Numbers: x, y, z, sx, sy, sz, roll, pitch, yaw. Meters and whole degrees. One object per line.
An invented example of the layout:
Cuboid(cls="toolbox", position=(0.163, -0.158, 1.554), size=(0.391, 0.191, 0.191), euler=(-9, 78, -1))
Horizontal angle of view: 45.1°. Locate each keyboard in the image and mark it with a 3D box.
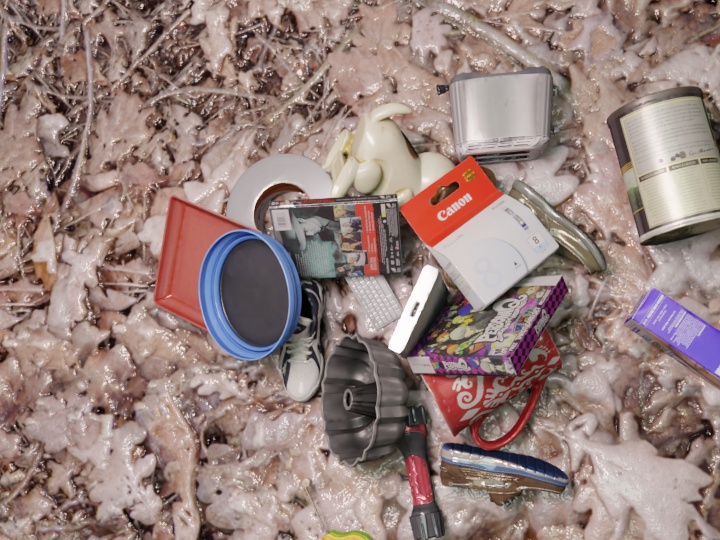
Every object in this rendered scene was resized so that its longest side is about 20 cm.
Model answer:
Cuboid(cls="keyboard", position=(0.000, 0.000, 1.411), size=(0.056, 0.011, 0.201), euler=(-29, 103, 8))

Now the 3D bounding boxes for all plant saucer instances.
Cuboid(cls="plant saucer", position=(-0.248, -0.003, 1.444), size=(0.198, 0.037, 0.202), euler=(22, 110, 24))

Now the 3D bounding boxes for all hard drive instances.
Cuboid(cls="hard drive", position=(0.092, 0.071, 1.324), size=(0.026, 0.200, 0.133), euler=(24, 85, 13))

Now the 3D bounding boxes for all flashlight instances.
Cuboid(cls="flashlight", position=(0.087, 0.316, 1.357), size=(0.067, 0.068, 0.203), euler=(-3, 74, -24))

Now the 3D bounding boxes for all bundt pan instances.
Cuboid(cls="bundt pan", position=(0.012, 0.200, 1.344), size=(0.075, 0.201, 0.205), euler=(5, 81, -28))

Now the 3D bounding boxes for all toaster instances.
Cuboid(cls="toaster", position=(0.218, -0.246, 1.392), size=(0.197, 0.114, 0.131), euler=(-3, 84, 6))

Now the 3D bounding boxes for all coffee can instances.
Cuboid(cls="coffee can", position=(0.469, -0.155, 1.312), size=(0.144, 0.146, 0.203), euler=(-14, 80, 9))

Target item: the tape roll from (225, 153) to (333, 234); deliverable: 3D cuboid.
Cuboid(cls="tape roll", position=(-0.123, -0.090, 1.460), size=(0.197, 0.066, 0.204), euler=(-2, 81, 10))

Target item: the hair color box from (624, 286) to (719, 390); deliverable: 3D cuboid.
Cuboid(cls="hair color box", position=(0.496, 0.110, 1.289), size=(0.199, 0.109, 0.065), euler=(34, 89, 14))

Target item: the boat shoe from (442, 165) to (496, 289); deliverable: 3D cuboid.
Cuboid(cls="boat shoe", position=(0.177, -0.063, 1.398), size=(0.073, 0.066, 0.203), euler=(16, 81, 5))

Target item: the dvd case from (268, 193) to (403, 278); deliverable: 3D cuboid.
Cuboid(cls="dvd case", position=(-0.035, -0.050, 1.353), size=(0.197, 0.147, 0.022), euler=(-4, 39, 4))

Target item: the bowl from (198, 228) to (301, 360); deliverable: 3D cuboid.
Cuboid(cls="bowl", position=(-0.171, 0.037, 1.351), size=(0.199, 0.039, 0.204), euler=(4, 97, 37))

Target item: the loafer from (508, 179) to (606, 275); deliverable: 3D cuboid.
Cuboid(cls="loafer", position=(0.304, -0.057, 1.376), size=(0.200, 0.075, 0.070), euler=(44, 103, 18))

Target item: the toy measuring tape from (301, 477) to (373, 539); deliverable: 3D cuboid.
Cuboid(cls="toy measuring tape", position=(-0.023, 0.411, 1.369), size=(0.073, 0.074, 0.202), euler=(-27, 78, 6))

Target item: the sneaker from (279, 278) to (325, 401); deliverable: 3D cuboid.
Cuboid(cls="sneaker", position=(-0.103, 0.108, 1.395), size=(0.078, 0.130, 0.202), euler=(9, 84, 13))

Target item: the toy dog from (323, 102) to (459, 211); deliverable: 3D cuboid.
Cuboid(cls="toy dog", position=(0.063, -0.164, 1.391), size=(0.198, 0.140, 0.195), euler=(22, 111, -23))

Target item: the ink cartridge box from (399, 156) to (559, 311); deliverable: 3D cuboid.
Cuboid(cls="ink cartridge box", position=(0.179, -0.064, 1.311), size=(0.159, 0.047, 0.201), euler=(-35, 84, -19))

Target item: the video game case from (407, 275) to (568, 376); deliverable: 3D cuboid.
Cuboid(cls="video game case", position=(0.190, 0.080, 1.286), size=(0.180, 0.200, 0.036), euler=(-5, 121, 42))

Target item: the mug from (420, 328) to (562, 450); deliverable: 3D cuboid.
Cuboid(cls="mug", position=(0.206, 0.163, 1.348), size=(0.198, 0.178, 0.134), euler=(-30, 35, 1))

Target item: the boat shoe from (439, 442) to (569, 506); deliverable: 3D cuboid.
Cuboid(cls="boat shoe", position=(0.219, 0.321, 1.339), size=(0.197, 0.072, 0.074), euler=(10, 96, 15))
